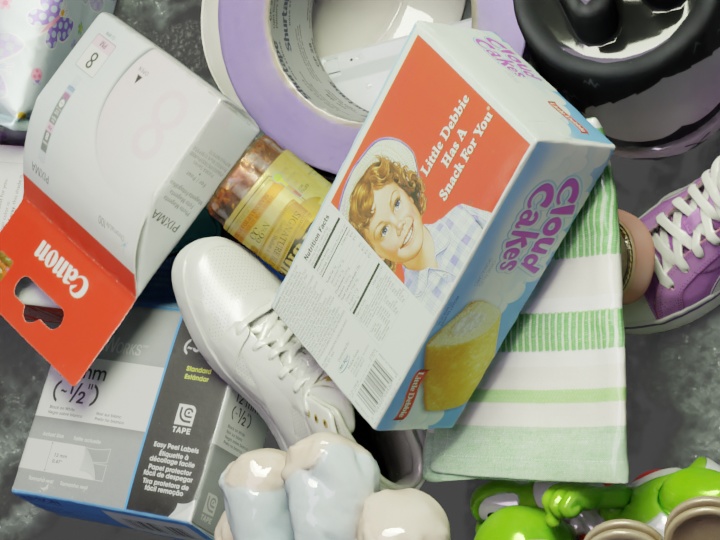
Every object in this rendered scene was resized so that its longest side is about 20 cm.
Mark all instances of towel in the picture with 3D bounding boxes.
[{"bbox_3d":[0.087,0.019,1.275,0.152,0.023,0.201,-5,85,47],"label":"towel"}]

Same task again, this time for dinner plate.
[{"bbox_3d":[-0.023,-0.187,1.512,0.200,0.024,0.201,-8,71,25],"label":"dinner plate"}]

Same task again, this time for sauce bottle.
[{"bbox_3d":[0.000,0.000,1.382,0.200,0.066,0.066,37,93,2],"label":"sauce bottle"}]

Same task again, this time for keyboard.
[{"bbox_3d":[0.064,-0.131,1.448,0.199,0.011,0.056,-13,91,19],"label":"keyboard"}]

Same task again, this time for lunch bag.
[{"bbox_3d":[-0.280,-0.179,1.579,0.199,0.127,0.170,10,82,18],"label":"lunch bag"}]

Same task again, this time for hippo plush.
[{"bbox_3d":[-0.052,0.203,1.279,0.159,0.161,0.201,23,129,28],"label":"hippo plush"}]

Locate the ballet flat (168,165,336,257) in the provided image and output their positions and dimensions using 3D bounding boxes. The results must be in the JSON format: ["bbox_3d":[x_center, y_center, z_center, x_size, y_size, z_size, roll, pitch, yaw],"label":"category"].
[{"bbox_3d":[-0.078,-0.047,1.469,0.199,0.073,0.073,-5,73,21],"label":"ballet flat"}]

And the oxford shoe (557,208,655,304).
[{"bbox_3d":[0.085,-0.025,1.353,0.200,0.074,0.071,12,99,52],"label":"oxford shoe"}]

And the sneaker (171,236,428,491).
[{"bbox_3d":[-0.029,0.055,1.353,0.074,0.116,0.200,-36,93,-27],"label":"sneaker"}]

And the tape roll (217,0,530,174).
[{"bbox_3d":[0.018,-0.158,1.411,0.199,0.085,0.201,2,96,17],"label":"tape roll"}]

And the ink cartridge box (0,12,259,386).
[{"bbox_3d":[-0.172,-0.050,1.438,0.200,0.057,0.162,-51,44,-2],"label":"ink cartridge box"}]

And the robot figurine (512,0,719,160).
[{"bbox_3d":[0.158,-0.141,1.306,0.150,0.200,0.125,11,73,20],"label":"robot figurine"}]

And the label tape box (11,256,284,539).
[{"bbox_3d":[-0.126,0.066,1.453,0.143,0.066,0.201,6,74,31],"label":"label tape box"}]

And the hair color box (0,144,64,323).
[{"bbox_3d":[-0.256,-0.028,1.557,0.199,0.064,0.111,6,77,26],"label":"hair color box"}]

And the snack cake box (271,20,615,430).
[{"bbox_3d":[0.041,-0.023,1.260,0.115,0.067,0.200,49,123,36],"label":"snack cake box"}]

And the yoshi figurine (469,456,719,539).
[{"bbox_3d":[0.146,0.158,1.281,0.199,0.112,0.113,-2,81,29],"label":"yoshi figurine"}]

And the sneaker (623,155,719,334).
[{"bbox_3d":[0.204,-0.039,1.305,0.200,0.114,0.073,-35,65,15],"label":"sneaker"}]

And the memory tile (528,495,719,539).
[{"bbox_3d":[0.185,0.190,1.243,0.199,0.154,0.017,-16,28,21],"label":"memory tile"}]
